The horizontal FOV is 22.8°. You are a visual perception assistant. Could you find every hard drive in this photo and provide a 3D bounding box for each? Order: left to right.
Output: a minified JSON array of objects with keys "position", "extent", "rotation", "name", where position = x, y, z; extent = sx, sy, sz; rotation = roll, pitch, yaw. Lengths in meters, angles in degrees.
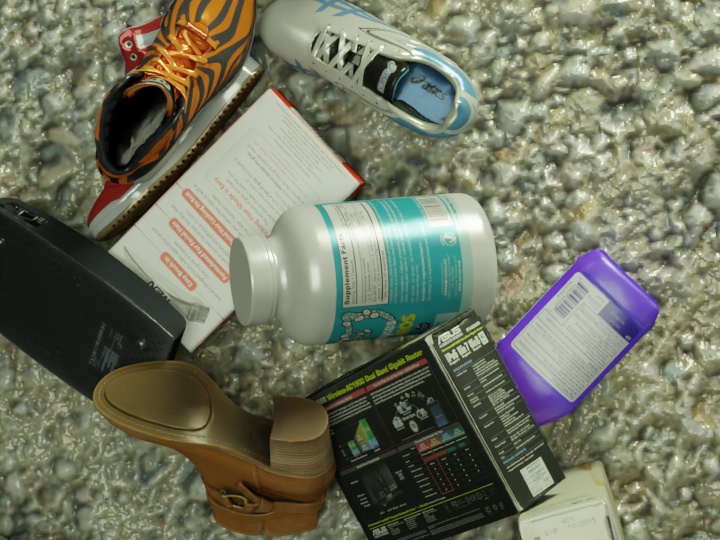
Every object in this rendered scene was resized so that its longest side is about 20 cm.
[{"position":[-0.237,0.032,1.481],"extent":[0.199,0.042,0.135],"rotation":[34,133,11],"name":"hard drive"}]

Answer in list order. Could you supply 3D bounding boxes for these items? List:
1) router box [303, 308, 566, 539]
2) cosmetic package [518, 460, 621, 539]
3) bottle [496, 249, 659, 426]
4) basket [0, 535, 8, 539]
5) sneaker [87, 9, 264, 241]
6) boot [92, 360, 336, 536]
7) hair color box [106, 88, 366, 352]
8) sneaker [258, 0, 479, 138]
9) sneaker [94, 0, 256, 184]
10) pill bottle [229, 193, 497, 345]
[{"position":[0.051,0.134,1.414],"extent":[0.200,0.062,0.151],"rotation":[-30,89,51],"name":"router box"},{"position":[0.170,0.217,1.388],"extent":[0.071,0.200,0.106],"rotation":[-16,92,7],"name":"cosmetic package"},{"position":[0.151,0.078,1.452],"extent":[0.083,0.065,0.200],"rotation":[43,97,4],"name":"bottle"},{"position":[-0.346,0.285,1.500],"extent":[0.199,0.123,0.136],"rotation":[31,96,4],"name":"basket"},{"position":[-0.184,-0.128,1.485],"extent":[0.112,0.071,0.200],"rotation":[41,89,0],"name":"sneaker"},{"position":[-0.119,0.155,1.454],"extent":[0.198,0.155,0.074],"rotation":[13,52,6],"name":"boot"},{"position":[-0.104,-0.042,1.483],"extent":[0.200,0.064,0.111],"rotation":[-44,88,6],"name":"hair color box"},{"position":[0.007,-0.171,1.458],"extent":[0.199,0.072,0.072],"rotation":[26,97,7],"name":"sneaker"},{"position":[-0.141,-0.154,1.396],"extent":[0.077,0.112,0.201],"rotation":[29,88,-4],"name":"sneaker"},{"position":[0.000,0.000,1.413],"extent":[0.198,0.111,0.112],"rotation":[-5,92,-17],"name":"pill bottle"}]
